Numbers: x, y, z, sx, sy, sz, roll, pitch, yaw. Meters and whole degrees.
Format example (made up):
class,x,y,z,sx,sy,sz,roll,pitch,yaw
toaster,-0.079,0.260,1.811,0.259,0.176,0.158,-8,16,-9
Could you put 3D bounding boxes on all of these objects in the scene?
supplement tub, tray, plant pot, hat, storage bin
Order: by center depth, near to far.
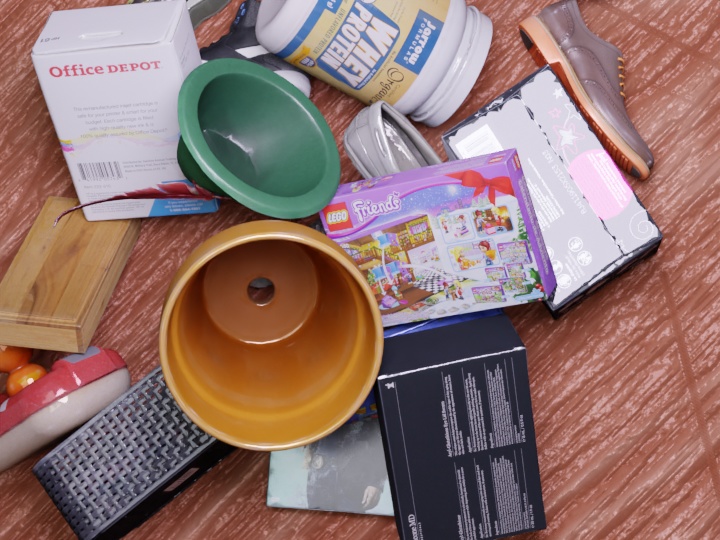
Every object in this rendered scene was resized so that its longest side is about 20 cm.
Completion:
class,x,y,z,sx,sy,sz,roll,pitch,yaw
plant pot,-0.087,0.039,1.539,0.198,0.183,0.203,-2,107,-6
hat,-0.145,-0.089,1.583,0.199,0.176,0.167,33,46,-15
supplement tub,0.013,-0.239,1.610,0.199,0.145,0.146,26,87,-18
storage bin,-0.204,0.172,1.624,0.199,0.135,0.094,-38,80,2
tray,-0.291,0.000,1.638,0.097,0.201,0.037,5,129,8

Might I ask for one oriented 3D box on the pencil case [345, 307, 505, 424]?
class,x,y,z,sx,sy,sz,roll,pitch,yaw
pencil case,0.058,0.081,1.610,0.198,0.078,0.088,-20,113,-3

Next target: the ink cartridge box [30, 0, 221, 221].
class,x,y,z,sx,sy,sz,roll,pitch,yaw
ink cartridge box,-0.221,-0.156,1.627,0.143,0.201,0.085,-3,40,11

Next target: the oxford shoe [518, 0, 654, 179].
class,x,y,z,sx,sy,sz,roll,pitch,yaw
oxford shoe,0.239,-0.183,1.642,0.073,0.071,0.201,-33,81,-3

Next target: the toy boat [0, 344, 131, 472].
class,x,y,z,sx,sy,sz,roll,pitch,yaw
toy boat,-0.327,0.110,1.626,0.199,0.130,0.132,-31,86,38

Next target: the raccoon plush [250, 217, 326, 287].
class,x,y,z,sx,sy,sz,roll,pitch,yaw
raccoon plush,0.000,0.000,1.663,0.199,0.097,0.135,-32,93,31

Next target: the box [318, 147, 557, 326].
class,x,y,z,sx,sy,sz,roll,pitch,yaw
box,0.070,-0.027,1.548,0.198,0.039,0.138,-10,110,26

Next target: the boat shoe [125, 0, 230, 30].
class,x,y,z,sx,sy,sz,roll,pitch,yaw
boat shoe,-0.206,-0.262,1.709,0.201,0.072,0.061,-42,76,-6

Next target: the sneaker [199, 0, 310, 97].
class,x,y,z,sx,sy,sz,roll,pitch,yaw
sneaker,-0.143,-0.217,1.701,0.198,0.073,0.113,-3,66,14

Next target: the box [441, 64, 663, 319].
class,x,y,z,sx,sy,sz,roll,pitch,yaw
box,0.185,-0.072,1.613,0.131,0.115,0.201,-33,79,3

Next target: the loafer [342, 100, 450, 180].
class,x,y,z,sx,sy,sz,roll,pitch,yaw
loafer,0.064,-0.074,1.585,0.200,0.070,0.070,47,52,-2

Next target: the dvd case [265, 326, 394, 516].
class,x,y,z,sx,sy,sz,roll,pitch,yaw
dvd case,-0.017,0.140,1.663,0.144,0.022,0.202,4,83,8

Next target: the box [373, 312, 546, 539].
class,x,y,z,sx,sy,sz,roll,pitch,yaw
box,0.090,0.156,1.562,0.140,0.079,0.202,-12,116,-6
